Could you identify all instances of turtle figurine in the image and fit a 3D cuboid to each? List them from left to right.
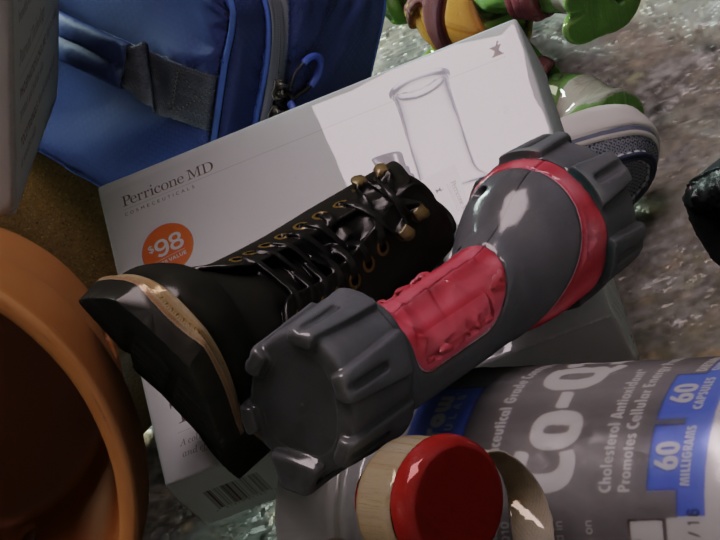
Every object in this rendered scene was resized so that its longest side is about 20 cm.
[{"bbox_3d":[0.033,-0.115,1.341,0.194,0.200,0.144,22,91,46],"label":"turtle figurine"}]

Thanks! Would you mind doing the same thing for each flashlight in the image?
[{"bbox_3d":[0.032,0.008,1.012,0.068,0.068,0.200,-40,-6,38],"label":"flashlight"}]

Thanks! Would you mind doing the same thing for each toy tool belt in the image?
[{"bbox_3d":[-0.012,0.154,0.967,0.125,0.201,0.123,6,-3,-39],"label":"toy tool belt"}]

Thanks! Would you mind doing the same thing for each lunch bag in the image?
[{"bbox_3d":[-0.092,-0.107,1.292,0.200,0.136,0.132,27,27,36],"label":"lunch bag"}]

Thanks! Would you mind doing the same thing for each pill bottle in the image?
[{"bbox_3d":[0.075,0.091,1.034,0.199,0.114,0.114,-5,38,32],"label":"pill bottle"}]

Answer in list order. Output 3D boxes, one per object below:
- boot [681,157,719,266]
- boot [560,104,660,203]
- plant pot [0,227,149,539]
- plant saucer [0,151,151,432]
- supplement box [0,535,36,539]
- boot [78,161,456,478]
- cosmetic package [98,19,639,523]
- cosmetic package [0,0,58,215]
[{"bbox_3d":[0.198,-0.075,1.213,0.168,0.077,0.200,-37,39,-21],"label":"boot"},{"bbox_3d":[0.069,0.007,1.219,0.200,0.073,0.090,-32,53,-13],"label":"boot"},{"bbox_3d":[-0.173,0.066,1.067,0.200,0.201,0.140,-20,15,12],"label":"plant pot"},{"bbox_3d":[-0.174,0.006,1.293,0.200,0.200,0.035,-53,-4,-35],"label":"plant saucer"},{"bbox_3d":[-0.198,0.184,1.145,0.199,0.074,0.126,-8,36,26],"label":"supplement box"},{"bbox_3d":[-0.026,-0.002,1.030,0.138,0.077,0.200,-43,-7,-5],"label":"boot"},{"bbox_3d":[0.000,0.000,1.161,0.199,0.052,0.151,-22,58,10],"label":"cosmetic package"},{"bbox_3d":[-0.215,-0.144,1.143,0.167,0.201,0.166,1,21,1],"label":"cosmetic package"}]
